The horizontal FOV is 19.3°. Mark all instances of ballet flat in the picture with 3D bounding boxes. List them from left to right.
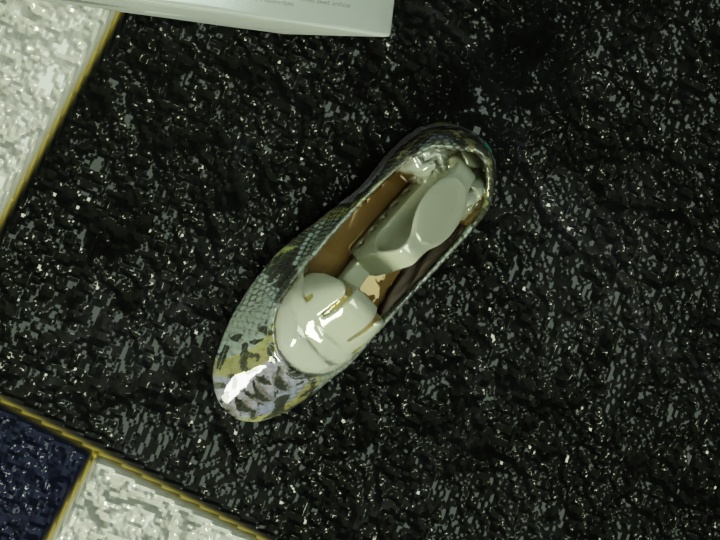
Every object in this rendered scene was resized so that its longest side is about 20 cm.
[{"bbox_3d":[0.000,0.000,1.110,0.200,0.072,0.072,-48,111,-10],"label":"ballet flat"}]

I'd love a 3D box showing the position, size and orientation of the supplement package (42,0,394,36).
[{"bbox_3d":[-0.068,-0.220,1.008,0.150,0.152,0.200,5,94,-23],"label":"supplement package"}]
